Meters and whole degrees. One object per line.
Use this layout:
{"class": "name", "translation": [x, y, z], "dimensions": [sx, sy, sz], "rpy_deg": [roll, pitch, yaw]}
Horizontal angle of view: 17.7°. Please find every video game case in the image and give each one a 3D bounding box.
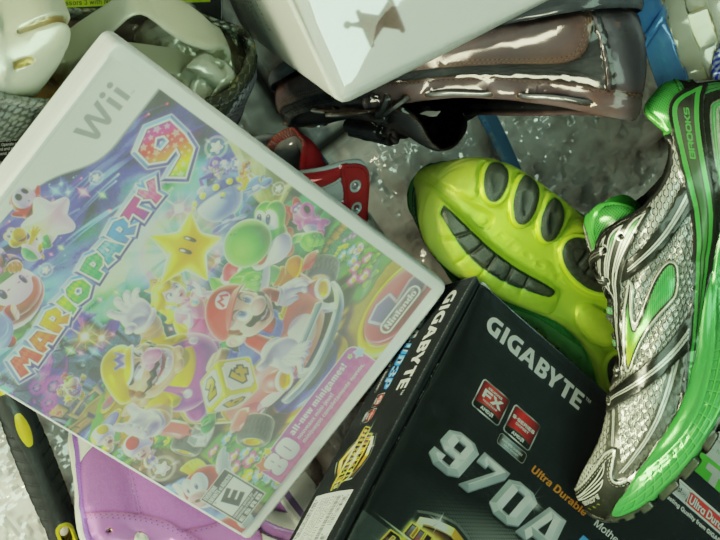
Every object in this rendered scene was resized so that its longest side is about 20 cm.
{"class": "video game case", "translation": [-0.074, 0.012, 0.958], "dimensions": [0.200, 0.018, 0.143], "rpy_deg": [36, 94, -35]}

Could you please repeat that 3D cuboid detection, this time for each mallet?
{"class": "mallet", "translation": [-0.157, 0.044, 1.067], "dimensions": [0.066, 0.041, 0.200], "rpy_deg": [-30, 114, -9]}

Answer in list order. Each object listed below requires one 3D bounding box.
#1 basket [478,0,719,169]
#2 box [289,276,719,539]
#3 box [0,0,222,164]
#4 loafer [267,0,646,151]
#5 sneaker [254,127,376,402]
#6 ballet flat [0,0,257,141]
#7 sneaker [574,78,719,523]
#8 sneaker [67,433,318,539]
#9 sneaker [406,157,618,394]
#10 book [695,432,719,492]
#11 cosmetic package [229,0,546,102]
{"class": "basket", "translation": [0.147, -0.092, 1.056], "dimensions": [0.200, 0.139, 0.176], "rpy_deg": [-16, 122, 24]}
{"class": "box", "translation": [0.074, 0.126, 1.019], "dimensions": [0.200, 0.046, 0.159], "rpy_deg": [41, 61, -21]}
{"class": "box", "translation": [-0.152, -0.046, 0.995], "dimensions": [0.200, 0.044, 0.161], "rpy_deg": [-8, 104, -37]}
{"class": "loafer", "translation": [0.038, -0.079, 1.004], "dimensions": [0.072, 0.200, 0.063], "rpy_deg": [-7, 86, -48]}
{"class": "sneaker", "translation": [0.000, 0.000, 1.055], "dimensions": [0.200, 0.071, 0.113], "rpy_deg": [11, 95, -40]}
{"class": "ballet flat", "translation": [-0.122, -0.089, 0.934], "dimensions": [0.200, 0.072, 0.072], "rpy_deg": [1, 105, -41]}
{"class": "sneaker", "translation": [0.129, 0.012, 0.988], "dimensions": [0.085, 0.078, 0.200], "rpy_deg": [18, 100, 5]}
{"class": "sneaker", "translation": [-0.061, 0.138, 1.051], "dimensions": [0.114, 0.073, 0.201], "rpy_deg": [-31, 65, -12]}
{"class": "sneaker", "translation": [0.100, 0.010, 1.072], "dimensions": [0.200, 0.084, 0.074], "rpy_deg": [42, 90, -23]}
{"class": "book", "translation": [0.121, 0.141, 1.105], "dimensions": [0.134, 0.048, 0.200], "rpy_deg": [39, 61, -15]}
{"class": "cosmetic package", "translation": [0.009, -0.190, 0.960], "dimensions": [0.165, 0.200, 0.165], "rpy_deg": [-27, 109, -6]}
